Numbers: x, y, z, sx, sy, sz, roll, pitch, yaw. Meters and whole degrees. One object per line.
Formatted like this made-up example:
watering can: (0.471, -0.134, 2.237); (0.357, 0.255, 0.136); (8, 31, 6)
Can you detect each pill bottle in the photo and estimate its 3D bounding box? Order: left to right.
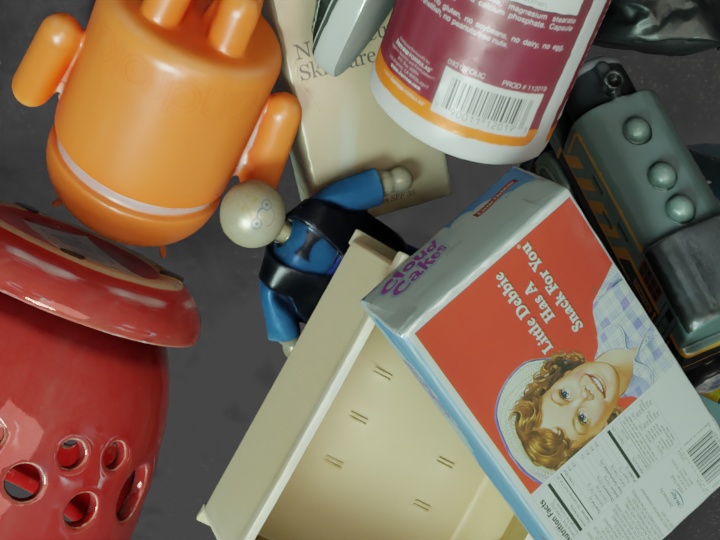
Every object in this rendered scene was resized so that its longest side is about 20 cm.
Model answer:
pill bottle: (0.086, -0.171, 0.755); (0.113, 0.115, 0.202); (11, 123, -17)

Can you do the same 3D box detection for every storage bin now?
storage bin: (0.037, 0.114, 0.815); (0.197, 0.094, 0.202); (29, 91, -23)

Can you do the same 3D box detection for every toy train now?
toy train: (0.168, -0.029, 0.811); (0.084, 0.114, 0.202); (-19, 69, -11)

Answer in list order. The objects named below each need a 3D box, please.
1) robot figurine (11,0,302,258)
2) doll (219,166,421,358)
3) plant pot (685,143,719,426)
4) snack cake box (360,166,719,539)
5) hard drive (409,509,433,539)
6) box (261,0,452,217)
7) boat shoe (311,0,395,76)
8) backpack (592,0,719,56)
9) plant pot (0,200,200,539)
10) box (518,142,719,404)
robot figurine: (-0.120, -0.099, 0.824); (0.143, 0.117, 0.201); (-7, 137, -42)
doll: (0.000, 0.000, 0.852); (0.198, 0.048, 0.138); (28, 91, -23)
plant pot: (0.259, 0.025, 0.962); (0.197, 0.135, 0.203); (-4, 108, -13)
snack cake box: (0.104, 0.062, 0.741); (0.115, 0.067, 0.201); (-39, 112, -7)
hard drive: (0.087, 0.136, 0.958); (0.201, 0.042, 0.135); (-53, 147, -9)
box: (-0.011, -0.139, 0.872); (0.094, 0.078, 0.203); (-17, 111, -8)
boat shoe: (0.006, -0.208, 0.773); (0.063, 0.071, 0.202); (29, 118, 10)
backpack: (0.162, -0.240, 0.847); (0.151, 0.163, 0.203); (7, 99, -1)
plant pot: (-0.206, 0.065, 0.827); (0.198, 0.200, 0.185); (20, 96, -19)
box: (0.183, -0.017, 0.901); (0.037, 0.199, 0.138); (7, 107, -53)
